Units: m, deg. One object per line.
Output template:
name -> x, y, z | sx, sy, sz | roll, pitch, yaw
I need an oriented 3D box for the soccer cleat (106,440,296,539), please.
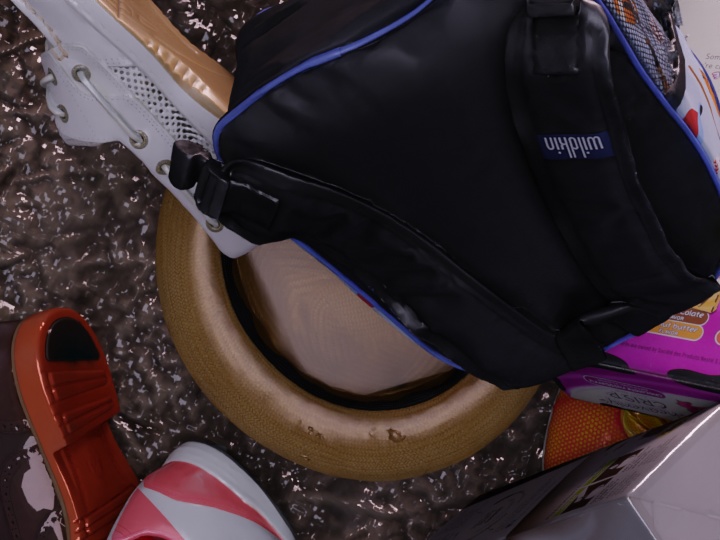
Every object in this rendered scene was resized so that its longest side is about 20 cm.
soccer cleat -> -0.036, 0.173, 0.836 | 0.200, 0.068, 0.073 | 45, 52, 3

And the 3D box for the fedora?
fedora -> 0.000, 0.000, 0.838 | 0.199, 0.082, 0.202 | 0, 92, -2

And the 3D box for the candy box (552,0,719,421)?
candy box -> 0.175, -0.029, 0.786 | 0.136, 0.061, 0.201 | 11, 69, 39

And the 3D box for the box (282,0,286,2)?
box -> 0.050, -0.174, 0.752 | 0.199, 0.050, 0.076 | -14, 73, 22

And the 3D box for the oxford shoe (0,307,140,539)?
oxford shoe -> -0.149, 0.121, 0.857 | 0.072, 0.071, 0.201 | -11, 92, 26

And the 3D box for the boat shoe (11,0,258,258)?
boat shoe -> -0.108, -0.081, 0.748 | 0.200, 0.071, 0.069 | 43, 106, -12

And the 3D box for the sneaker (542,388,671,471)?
sneaker -> 0.153, 0.039, 0.841 | 0.073, 0.077, 0.201 | 33, 92, -2

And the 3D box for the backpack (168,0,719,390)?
backpack -> 0.057, -0.053, 0.707 | 0.199, 0.154, 0.191 | -23, 120, 30

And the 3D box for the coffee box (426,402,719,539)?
coffee box -> 0.112, 0.146, 0.779 | 0.080, 0.200, 0.113 | -35, 92, -35
